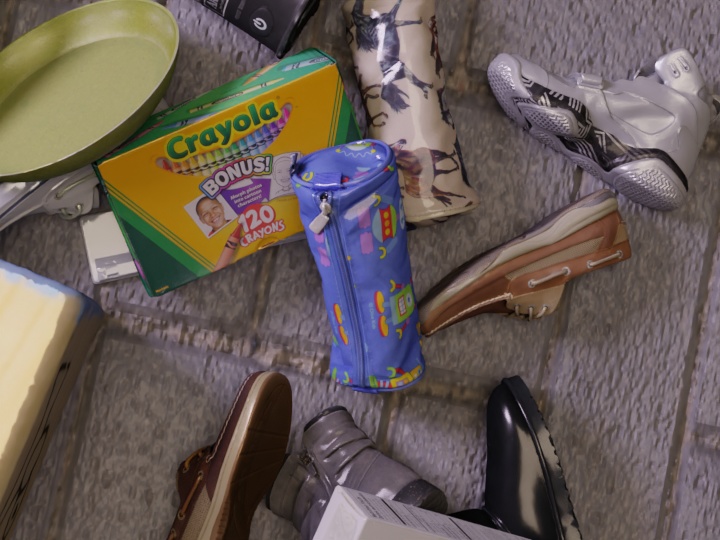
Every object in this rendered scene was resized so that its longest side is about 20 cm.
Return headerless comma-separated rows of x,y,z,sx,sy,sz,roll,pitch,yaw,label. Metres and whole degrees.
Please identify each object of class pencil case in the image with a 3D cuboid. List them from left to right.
0.000,0.000,0.998,0.078,0.087,0.201,3,118,26,pencil case
0.041,-0.135,1.056,0.077,0.089,0.201,-13,87,20,pencil case

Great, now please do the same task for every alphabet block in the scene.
-0.316,0.079,0.938,0.196,0.195,0.201,22,82,-3,alphabet block

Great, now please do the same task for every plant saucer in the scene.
-0.222,-0.132,0.990,0.200,0.200,0.031,-35,133,-8,plant saucer

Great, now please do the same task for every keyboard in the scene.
-0.125,-0.037,1.063,0.199,0.011,0.057,-13,82,-8,keyboard

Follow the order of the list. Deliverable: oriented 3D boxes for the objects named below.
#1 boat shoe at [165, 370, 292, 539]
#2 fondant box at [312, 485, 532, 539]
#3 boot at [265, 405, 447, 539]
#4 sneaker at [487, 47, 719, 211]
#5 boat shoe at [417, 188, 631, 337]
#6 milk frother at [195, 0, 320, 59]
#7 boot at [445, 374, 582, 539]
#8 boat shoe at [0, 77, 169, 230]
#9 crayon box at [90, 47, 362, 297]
-0.115,0.166,1.014,0.072,0.072,0.201,22,99,27,boat shoe
0.046,0.253,0.944,0.199,0.058,0.145,21,97,-26,fondant box
-0.029,0.218,1.014,0.131,0.070,0.200,33,90,34,boot
0.207,-0.145,1.081,0.199,0.075,0.115,33,82,-9,sneaker
0.136,0.007,1.060,0.199,0.076,0.072,-29,92,-7,boat shoe
-0.086,-0.308,1.038,0.188,0.181,0.200,31,40,-4,milk frother
0.088,0.201,1.044,0.162,0.073,0.199,-17,86,-2,boot
-0.228,-0.072,1.017,0.200,0.074,0.067,-38,111,-3,boat shoe
-0.098,-0.078,1.009,0.199,0.058,0.119,-25,118,-11,crayon box
